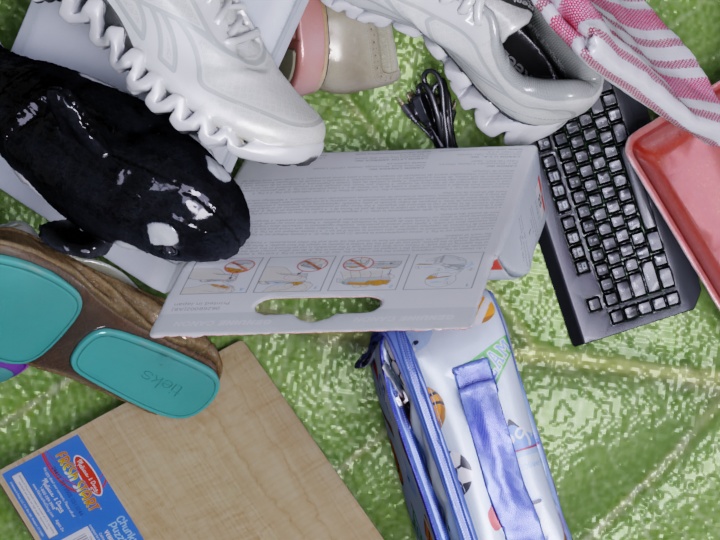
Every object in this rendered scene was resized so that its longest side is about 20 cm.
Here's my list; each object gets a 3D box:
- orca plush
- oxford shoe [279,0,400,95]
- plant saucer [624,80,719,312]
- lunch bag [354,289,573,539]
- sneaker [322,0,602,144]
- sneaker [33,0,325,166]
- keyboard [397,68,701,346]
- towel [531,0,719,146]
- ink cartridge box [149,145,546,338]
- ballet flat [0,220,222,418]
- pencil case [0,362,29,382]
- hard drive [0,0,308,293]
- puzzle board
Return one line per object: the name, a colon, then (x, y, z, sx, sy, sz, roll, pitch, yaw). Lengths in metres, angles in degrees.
orca plush: (-0.135, -0.081, 1.369, 0.105, 0.071, 0.200, -33, 64, -12)
oxford shoe: (-0.015, -0.191, 1.486, 0.073, 0.071, 0.201, 0, 89, -24)
plant saucer: (0.268, -0.031, 1.491, 0.199, 0.037, 0.201, -31, 89, -6)
lunch bag: (0.059, 0.104, 1.414, 0.075, 0.160, 0.201, -19, 88, -4)
sneaker: (0.043, -0.144, 1.422, 0.200, 0.081, 0.075, 36, 77, -16)
sneaker: (-0.089, -0.128, 1.359, 0.200, 0.075, 0.081, 41, 109, 8)
keyboard: (0.097, -0.059, 1.497, 0.126, 0.021, 0.201, -18, 86, -4)
towel: (0.106, -0.156, 1.408, 0.030, 0.146, 0.200, -42, 57, 17)
ink cartridge box: (0.000, 0.000, 1.386, 0.161, 0.200, 0.050, -2, 119, 14)
ballet flat: (-0.151, 0.014, 1.409, 0.068, 0.199, 0.073, -46, 44, 22)
pencil case: (-0.239, -0.032, 1.448, 0.092, 0.085, 0.201, -21, 86, 38)
hard drive: (-0.111, -0.106, 1.428, 0.132, 0.027, 0.201, 33, 115, 13)
puzzle board: (-0.074, 0.142, 1.422, 0.150, 0.017, 0.200, -28, 57, -15)
